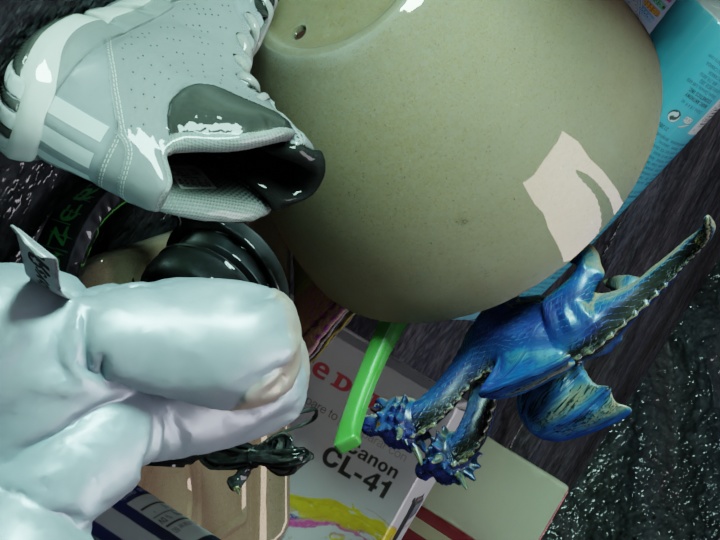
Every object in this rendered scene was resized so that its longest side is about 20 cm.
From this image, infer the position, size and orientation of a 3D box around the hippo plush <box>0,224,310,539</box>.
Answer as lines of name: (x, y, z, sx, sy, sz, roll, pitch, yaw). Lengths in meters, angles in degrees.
hippo plush: (-0.104, 0.084, 0.942, 0.200, 0.158, 0.162, 49, 45, -73)

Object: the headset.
headset: (-0.088, 0.038, 1.131, 0.200, 0.094, 0.124, 46, 57, -41)

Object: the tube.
tube: (0.116, -0.046, 1.206, 0.200, 0.050, 0.077, -51, 150, 18)

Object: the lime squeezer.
lime squeezer: (0.000, 0.000, 1.211, 0.071, 0.200, 0.038, -36, 136, 18)

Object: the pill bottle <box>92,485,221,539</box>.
pill bottle: (-0.117, 0.148, 1.069, 0.116, 0.200, 0.116, -53, 165, -21)

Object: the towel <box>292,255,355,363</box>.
towel: (0.024, -0.051, 1.288, 0.200, 0.023, 0.144, -45, -153, 31)

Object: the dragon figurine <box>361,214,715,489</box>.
dragon figurine: (0.090, 0.041, 1.143, 0.059, 0.199, 0.100, 38, 51, -36)

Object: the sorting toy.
sorting toy: (-0.092, 0.070, 1.233, 0.200, 0.036, 0.186, -19, 111, -65)

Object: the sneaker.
sneaker: (-0.053, -0.072, 1.012, 0.200, 0.115, 0.075, -43, 159, -49)

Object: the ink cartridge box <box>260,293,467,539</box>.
ink cartridge box: (-0.049, 0.126, 1.376, 0.201, 0.147, 0.086, -61, 172, 3)

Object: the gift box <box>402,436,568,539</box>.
gift box: (-0.007, 0.155, 1.541, 0.185, 0.186, 0.200, -59, -174, -10)

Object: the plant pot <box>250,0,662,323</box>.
plant pot: (0.021, -0.095, 1.144, 0.201, 0.200, 0.134, -56, 135, -13)

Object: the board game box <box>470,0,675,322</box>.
board game box: (0.098, -0.079, 1.332, 0.199, 0.043, 0.200, -57, -178, 7)
